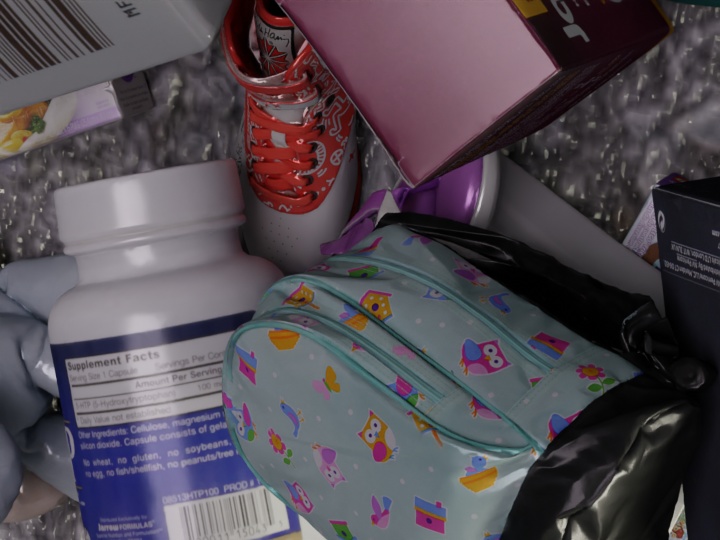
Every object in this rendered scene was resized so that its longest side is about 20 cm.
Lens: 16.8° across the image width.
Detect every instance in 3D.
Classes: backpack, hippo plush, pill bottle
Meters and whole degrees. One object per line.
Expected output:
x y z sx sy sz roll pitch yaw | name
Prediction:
0.039 0.065 1.057 0.200 0.126 0.167 36 133 27 | backpack
-0.191 0.052 1.231 0.159 0.161 0.200 -30 90 24 | hippo plush
-0.086 0.052 1.173 0.119 0.120 0.201 -9 91 23 | pill bottle

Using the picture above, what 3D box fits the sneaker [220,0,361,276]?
-0.038 -0.080 1.172 0.067 0.108 0.202 18 108 17 | sneaker

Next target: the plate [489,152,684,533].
0.071 0.069 1.162 0.200 0.032 0.200 39 112 35 | plate

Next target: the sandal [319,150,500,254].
0.002 0.005 1.173 0.203 0.050 0.083 -54 38 34 | sandal

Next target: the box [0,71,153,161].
-0.204 -0.072 1.275 0.199 0.041 0.039 -16 94 24 | box

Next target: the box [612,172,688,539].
0.156 0.074 1.167 0.137 0.039 0.200 33 111 13 | box

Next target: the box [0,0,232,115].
-0.167 -0.201 1.107 0.198 0.172 0.200 -13 130 35 | box

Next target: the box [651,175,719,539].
0.242 0.051 1.039 0.199 0.123 0.199 -9 99 -13 | box

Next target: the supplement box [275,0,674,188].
0.054 -0.117 1.077 0.086 0.200 0.111 -37 86 23 | supplement box

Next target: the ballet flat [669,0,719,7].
0.219 -0.141 1.092 0.199 0.068 0.073 16 88 21 | ballet flat
